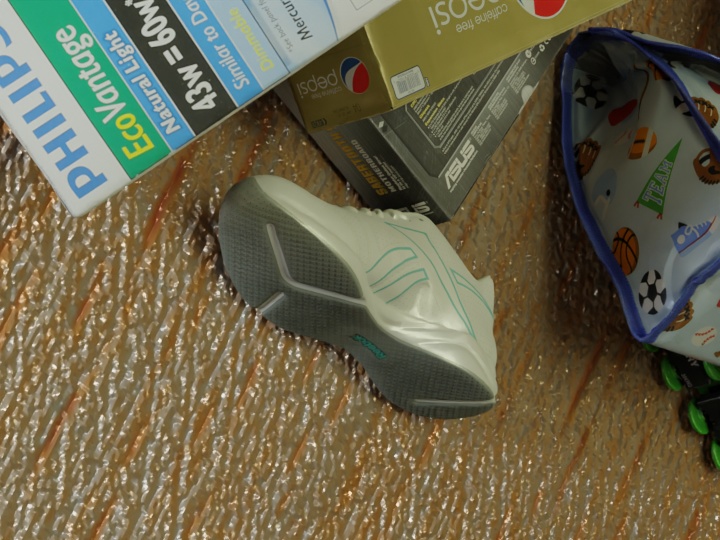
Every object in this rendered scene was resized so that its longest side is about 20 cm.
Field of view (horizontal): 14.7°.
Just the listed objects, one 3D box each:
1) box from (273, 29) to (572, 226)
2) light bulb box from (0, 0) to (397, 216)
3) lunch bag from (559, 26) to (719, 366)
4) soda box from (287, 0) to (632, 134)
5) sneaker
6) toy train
[{"bbox_3d":[0.031,-0.144,1.488,0.158,0.048,0.200,49,53,-23],"label":"box"},{"bbox_3d":[-0.106,-0.168,1.239,0.200,0.125,0.198,-35,110,0],"label":"light bulb box"},{"bbox_3d":[0.210,-0.046,1.572,0.170,0.124,0.200,21,32,-38],"label":"lunch bag"},{"bbox_3d":[0.050,-0.134,1.423,0.200,0.068,0.064,-26,99,-42],"label":"soda box"},{"bbox_3d":[0.000,0.000,1.427,0.200,0.070,0.080,39,49,-38],"label":"sneaker"},{"bbox_3d":[0.225,0.087,1.634,0.200,0.042,0.056,58,40,-18],"label":"toy train"}]
